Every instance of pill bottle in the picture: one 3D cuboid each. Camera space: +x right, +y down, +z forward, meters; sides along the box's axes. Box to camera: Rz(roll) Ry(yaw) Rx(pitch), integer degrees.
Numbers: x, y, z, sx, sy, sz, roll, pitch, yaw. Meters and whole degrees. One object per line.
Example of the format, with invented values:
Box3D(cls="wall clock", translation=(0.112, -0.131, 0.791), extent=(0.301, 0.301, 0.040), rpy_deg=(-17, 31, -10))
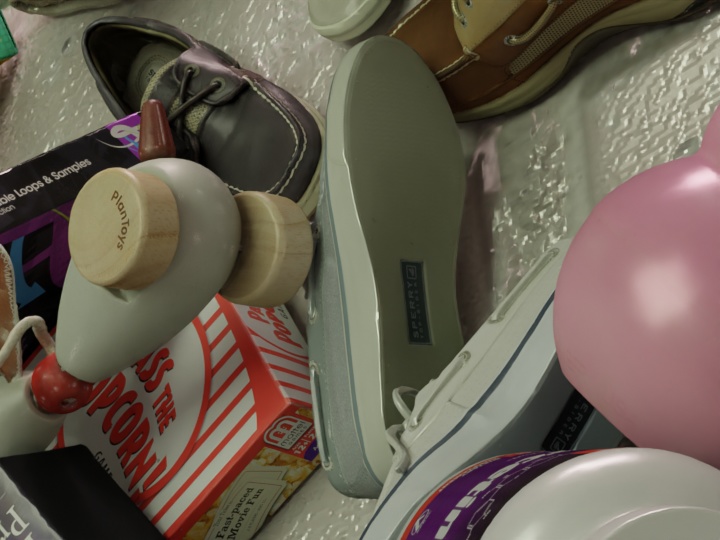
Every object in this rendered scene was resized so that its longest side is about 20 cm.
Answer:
Box3D(cls="pill bottle", translation=(0.077, 0.115, 0.801), extent=(0.200, 0.112, 0.112), rpy_deg=(154, 137, -78))

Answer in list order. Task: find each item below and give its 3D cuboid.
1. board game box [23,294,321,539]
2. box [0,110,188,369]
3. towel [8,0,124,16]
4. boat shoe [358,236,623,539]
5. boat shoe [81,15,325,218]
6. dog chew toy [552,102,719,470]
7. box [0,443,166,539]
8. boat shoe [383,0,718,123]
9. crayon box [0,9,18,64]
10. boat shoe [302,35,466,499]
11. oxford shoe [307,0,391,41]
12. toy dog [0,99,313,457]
Box3D(cls="board game box", translation=(-0.107, 0.085, 1.141), extent=(0.200, 0.046, 0.152), rpy_deg=(-49, 47, 18))
Box3D(cls="box", translation=(-0.177, 0.013, 1.140), extent=(0.036, 0.200, 0.143), rpy_deg=(43, 132, 18))
Box3D(cls="towel", translation=(-0.121, -0.216, 1.362), extent=(0.200, 0.034, 0.133), rpy_deg=(-3, 65, 50))
Box3D(cls="boat shoe", translation=(0.045, 0.066, 0.951), extent=(0.202, 0.075, 0.086), rpy_deg=(-57, 28, -12))
Box3D(cls="boat shoe", translation=(-0.082, -0.077, 1.204), extent=(0.072, 0.065, 0.200), rpy_deg=(-58, 38, 6))
Box3D(cls="dog chew toy", translation=(0.161, -0.017, 0.843), extent=(0.200, 0.125, 0.125), rpy_deg=(-48, 39, 6))
Box3D(cls="box", translation=(-0.154, 0.198, 1.068), extent=(0.141, 0.079, 0.200), rpy_deg=(45, 109, 17))
Box3D(cls="boat shoe", translation=(0.076, -0.130, 1.041), extent=(0.200, 0.074, 0.076), rpy_deg=(-27, 50, 38))
Box3D(cls="crayon box", translation=(-0.310, -0.108, 1.395), extent=(0.119, 0.200, 0.058), rpy_deg=(-24, 91, 40))
Box3D(cls="boat shoe", translation=(0.001, 0.001, 1.039), extent=(0.072, 0.070, 0.201), rpy_deg=(-20, 68, 46))
Box3D(cls="oxford shoe", translation=(-0.004, -0.207, 1.198), extent=(0.075, 0.058, 0.200), rpy_deg=(-9, 64, 43))
Box3D(cls="toy dog", translation=(-0.119, 0.001, 1.050), extent=(0.200, 0.132, 0.096), rpy_deg=(-28, 59, 16))
